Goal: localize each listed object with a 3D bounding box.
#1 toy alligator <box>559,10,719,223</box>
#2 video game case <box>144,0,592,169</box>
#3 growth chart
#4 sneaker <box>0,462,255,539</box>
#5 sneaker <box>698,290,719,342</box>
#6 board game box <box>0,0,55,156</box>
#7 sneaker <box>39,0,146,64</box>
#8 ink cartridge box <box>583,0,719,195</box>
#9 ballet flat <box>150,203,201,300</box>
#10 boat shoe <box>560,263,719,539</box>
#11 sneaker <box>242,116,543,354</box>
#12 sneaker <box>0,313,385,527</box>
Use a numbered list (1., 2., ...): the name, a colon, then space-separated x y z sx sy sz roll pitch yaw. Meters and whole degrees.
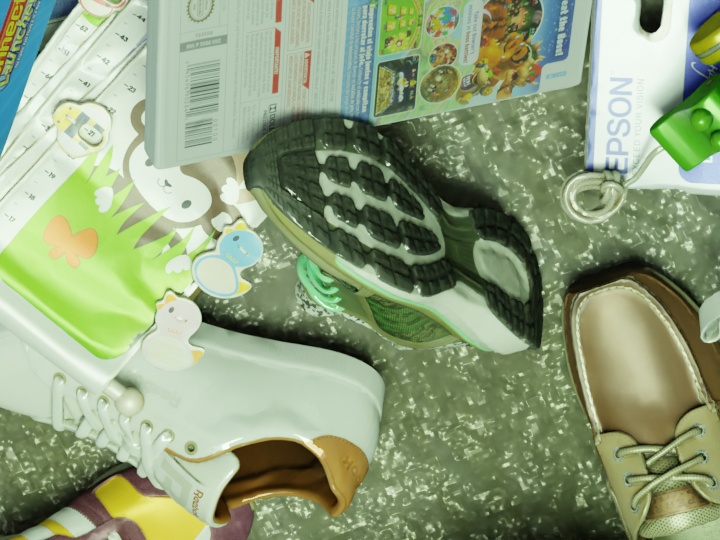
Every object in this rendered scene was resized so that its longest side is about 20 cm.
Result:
1. toy alligator: 0.163 -0.075 1.275 0.200 0.054 0.059 -39 101 18
2. video game case: 0.008 -0.120 1.246 0.200 0.018 0.143 -12 132 -20
3. growth chart: -0.100 -0.043 1.308 0.145 0.018 0.200 30 108 -8
4. sneaker: -0.143 0.150 1.409 0.200 0.090 0.075 -24 105 14
5. sneaker: 0.236 0.042 1.338 0.199 0.080 0.130 25 134 -32
6. board game box: -0.212 -0.174 1.277 0.196 0.056 0.200 27 106 22
7. sneaker: -0.083 -0.167 1.303 0.088 0.075 0.200 39 108 -7
8. ink cartridge box: 0.202 -0.128 1.303 0.200 0.047 0.198 4 111 7
9. ballet flat: -0.077 -0.051 1.348 0.069 0.063 0.200 26 110 -3
10. boat shoe: 0.149 0.094 1.367 0.076 0.074 0.200 -21 105 12
11. sneaker: 0.000 0.000 1.313 0.089 0.077 0.200 -22 147 28
12. sneaker: -0.092 0.068 1.370 0.200 0.085 0.073 8 143 4
